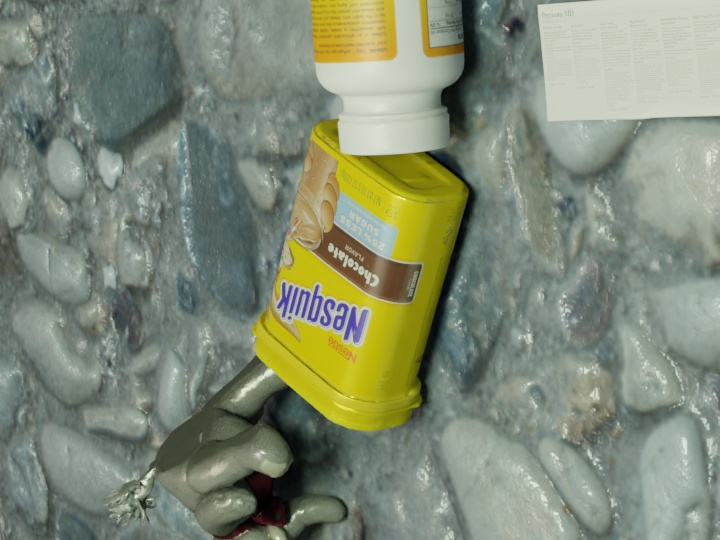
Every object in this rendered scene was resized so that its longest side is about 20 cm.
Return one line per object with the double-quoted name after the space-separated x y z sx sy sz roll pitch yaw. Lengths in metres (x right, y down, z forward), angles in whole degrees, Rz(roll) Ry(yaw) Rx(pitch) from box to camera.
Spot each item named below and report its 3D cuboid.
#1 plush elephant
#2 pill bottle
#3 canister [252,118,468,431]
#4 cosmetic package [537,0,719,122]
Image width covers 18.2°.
-0.090 0.193 1.853 0.200 0.155 0.165 -36 23 15 "plush elephant"
0.019 -0.189 1.644 0.111 0.111 0.201 7 103 50 "pill bottle"
0.000 0.000 1.735 0.148 0.086 0.201 38 125 39 "canister"
0.205 -0.143 1.476 0.200 0.051 0.083 4 103 50 "cosmetic package"
